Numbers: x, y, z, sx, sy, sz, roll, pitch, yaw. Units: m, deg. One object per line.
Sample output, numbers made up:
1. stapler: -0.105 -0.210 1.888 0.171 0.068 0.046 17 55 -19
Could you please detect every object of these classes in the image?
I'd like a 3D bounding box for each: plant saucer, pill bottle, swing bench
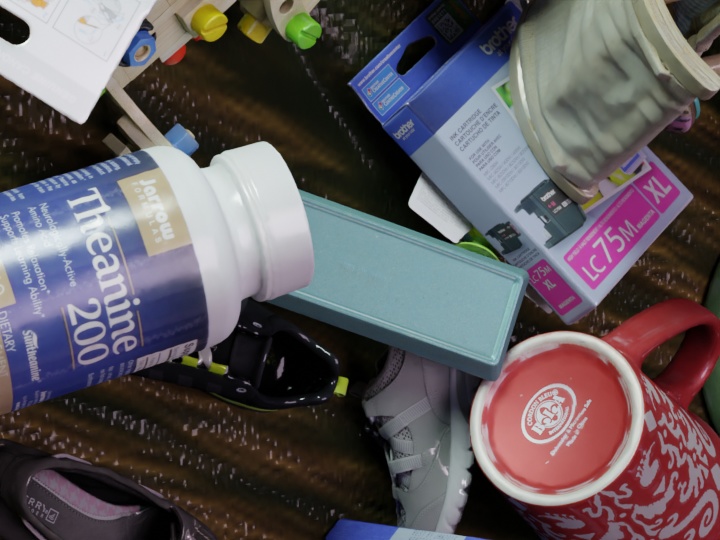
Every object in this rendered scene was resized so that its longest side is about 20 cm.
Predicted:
1. plant saucer: 0.000 0.000 1.606 0.200 0.019 0.070 19 80 -9
2. pill bottle: -0.131 -0.001 1.449 0.200 0.111 0.111 -18 108 -17
3. swing bench: 0.190 -0.163 1.597 0.200 0.199 0.130 -34 86 -24

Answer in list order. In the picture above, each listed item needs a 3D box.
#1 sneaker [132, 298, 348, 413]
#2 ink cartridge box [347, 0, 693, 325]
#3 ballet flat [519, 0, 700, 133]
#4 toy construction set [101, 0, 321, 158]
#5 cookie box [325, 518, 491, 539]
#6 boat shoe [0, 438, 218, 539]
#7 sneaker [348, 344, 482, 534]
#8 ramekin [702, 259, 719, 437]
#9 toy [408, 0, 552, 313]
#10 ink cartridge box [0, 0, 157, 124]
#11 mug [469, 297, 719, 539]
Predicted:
1. sneaker: -0.086 0.033 1.555 0.200 0.083 0.072 19 81 -42
2. ink cartridge box: 0.098 -0.078 1.673 0.200 0.042 0.119 45 54 -1
3. ballet flat: 0.137 -0.165 1.724 0.071 0.069 0.200 -25 85 -21
4. toy construction set: -0.090 -0.132 1.538 0.200 0.092 0.131 -56 152 -14
5. cookie box: 0.071 0.250 1.665 0.075 0.171 0.200 -50 124 -31
6. boat shoe: -0.137 0.149 1.538 0.200 0.057 0.067 31 74 -40
7. sneaker: 0.033 0.088 1.691 0.075 0.082 0.200 -66 162 -72
8. ramekin: 0.338 0.051 1.935 0.200 0.098 0.201 -5 98 -42
9. toy: 0.100 -0.076 1.728 0.115 0.047 0.200 36 54 -16
10. ink cartridge box: -0.168 -0.196 1.442 0.160 0.047 0.200 32 74 -14
11. mug: 0.147 0.096 1.702 0.200 0.133 0.178 42 49 -63
